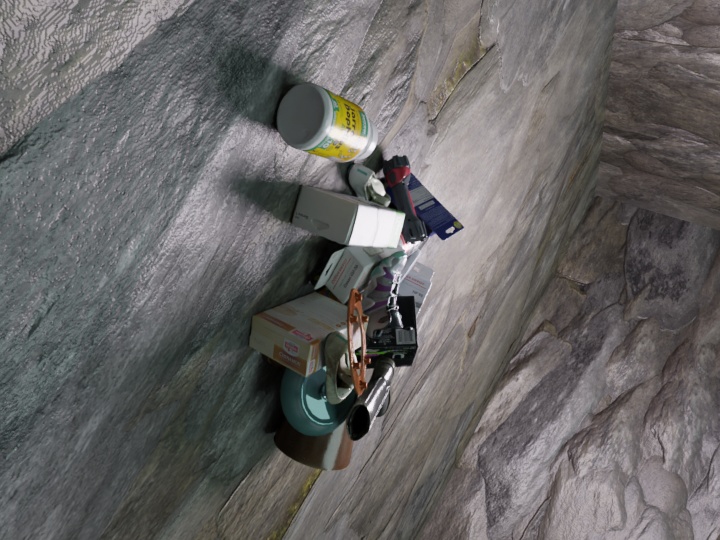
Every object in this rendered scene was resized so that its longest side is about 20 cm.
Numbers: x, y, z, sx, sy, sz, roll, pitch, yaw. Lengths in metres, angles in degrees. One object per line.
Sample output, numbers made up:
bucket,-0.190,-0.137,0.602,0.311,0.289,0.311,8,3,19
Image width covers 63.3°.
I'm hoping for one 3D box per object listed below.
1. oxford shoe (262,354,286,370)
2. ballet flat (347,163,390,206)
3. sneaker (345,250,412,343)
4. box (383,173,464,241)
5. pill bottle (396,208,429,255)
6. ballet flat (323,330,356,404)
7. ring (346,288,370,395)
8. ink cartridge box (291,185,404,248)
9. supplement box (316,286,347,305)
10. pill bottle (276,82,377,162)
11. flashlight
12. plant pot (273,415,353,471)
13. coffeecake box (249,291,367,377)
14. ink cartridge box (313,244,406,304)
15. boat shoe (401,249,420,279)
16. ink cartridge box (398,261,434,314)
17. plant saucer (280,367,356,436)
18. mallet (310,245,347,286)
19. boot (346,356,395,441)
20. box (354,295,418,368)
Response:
oxford shoe,-0.134,0.202,1.291,0.200,0.071,0.072,24,87,-63
ballet flat,0.031,-0.170,1.319,0.070,0.069,0.200,-61,151,-12
sneaker,0.068,0.069,1.250,0.201,0.140,0.078,-53,158,22
box,0.152,-0.149,1.412,0.121,0.200,0.032,-28,161,-49
pill bottle,0.106,-0.096,1.447,0.200,0.113,0.115,-35,138,-44
ballet flat,-0.037,0.204,1.145,0.067,0.062,0.201,-46,146,-37
ring,-0.001,0.134,1.112,0.200,0.019,0.203,-4,90,-83
ink cartridge box,-0.021,-0.106,1.188,0.199,0.145,0.085,1,108,-60
supplement box,-0.059,0.129,1.372,0.066,0.068,0.202,-41,140,-43
pill bottle,-0.051,-0.260,1.064,0.199,0.112,0.114,2,108,-60
flashlight,0.104,-0.161,1.335,0.067,0.202,0.068,-15,167,-7
plant pot,-0.080,0.321,1.345,0.186,0.186,0.202,12,99,-61
coffeecake box,-0.103,0.124,1.201,0.199,0.153,0.074,-20,126,-53
ink cartridge box,0.000,0.000,1.291,0.199,0.067,0.117,-20,147,-48
boat shoe,0.074,0.013,1.496,0.201,0.066,0.070,-52,174,2
ink cartridge box,0.112,0.063,1.553,0.067,0.115,0.201,95,20,-84
plant saucer,-0.075,0.251,1.235,0.199,0.036,0.202,2,87,-38
mallet,-0.046,-0.044,1.313,0.200,0.066,0.041,-41,145,-16
boot,0.022,0.309,1.302,0.200,0.072,0.183,-65,162,-59
box,0.057,0.152,1.400,0.200,0.147,0.126,90,-2,-68
